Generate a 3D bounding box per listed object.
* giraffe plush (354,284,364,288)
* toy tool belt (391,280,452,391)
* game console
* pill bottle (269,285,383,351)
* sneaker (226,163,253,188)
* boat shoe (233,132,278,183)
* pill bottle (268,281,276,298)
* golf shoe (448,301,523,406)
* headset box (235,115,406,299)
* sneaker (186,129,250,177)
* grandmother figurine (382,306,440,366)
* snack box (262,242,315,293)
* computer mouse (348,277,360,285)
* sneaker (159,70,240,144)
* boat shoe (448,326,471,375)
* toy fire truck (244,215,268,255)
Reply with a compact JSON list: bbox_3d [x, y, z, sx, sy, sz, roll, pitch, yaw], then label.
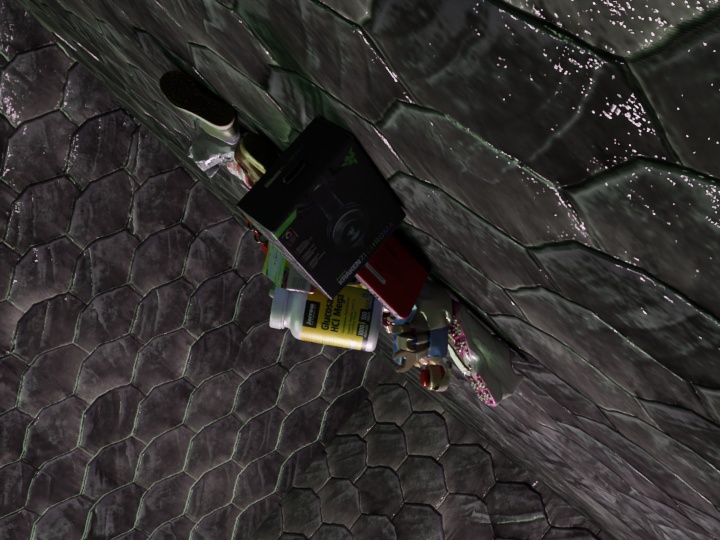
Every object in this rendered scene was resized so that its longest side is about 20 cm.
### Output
[{"bbox_3d":[-0.012,0.072,1.823,0.199,0.164,0.172,19,-172,-41],"label":"giraffe plush"},{"bbox_3d":[0.092,0.120,1.562,0.121,0.203,0.125,-2,-172,-15],"label":"toy tool belt"},{"bbox_3d":[0.013,-0.032,1.482,0.200,0.173,0.118,44,146,-24],"label":"game console"},{"bbox_3d":[-0.062,0.078,1.589,0.197,0.114,0.112,9,172,-1],"label":"pill bottle"},{"bbox_3d":[-0.255,-0.233,1.897,0.108,0.067,0.201,38,175,11],"label":"sneaker"},{"bbox_3d":[-0.166,-0.172,1.673,0.200,0.072,0.067,49,137,-8],"label":"boat shoe"},{"bbox_3d":[-0.088,-0.017,1.699,0.110,0.202,0.111,27,178,1],"label":"pill bottle"},{"bbox_3d":[0.223,0.140,1.564,0.202,0.091,0.075,65,168,-5],"label":"golf shoe"},{"bbox_3d":[-0.054,-0.091,1.233,0.093,0.174,0.200,35,170,41],"label":"headset box"},{"bbox_3d":[-0.265,-0.232,1.758,0.199,0.115,0.075,37,173,29],"label":"sneaker"},{"bbox_3d":[0.088,0.103,1.691,0.120,0.061,0.200,-21,121,34],"label":"grandmother figurine"},{"bbox_3d":[-0.108,-0.076,1.493,0.067,0.202,0.169,8,-173,-18],"label":"snack box"},{"bbox_3d":[0.000,0.000,1.644,0.199,0.044,0.109,-2,-152,-46],"label":"computer mouse"},{"bbox_3d":[-0.313,-0.313,1.714,0.199,0.067,0.090,35,166,24],"label":"sneaker"},{"bbox_3d":[0.174,0.104,1.637,0.059,0.072,0.201,-36,89,42],"label":"boat shoe"},{"bbox_3d":[-0.137,-0.096,1.611,0.201,0.140,0.049,62,167,-13],"label":"toy fire truck"}]
